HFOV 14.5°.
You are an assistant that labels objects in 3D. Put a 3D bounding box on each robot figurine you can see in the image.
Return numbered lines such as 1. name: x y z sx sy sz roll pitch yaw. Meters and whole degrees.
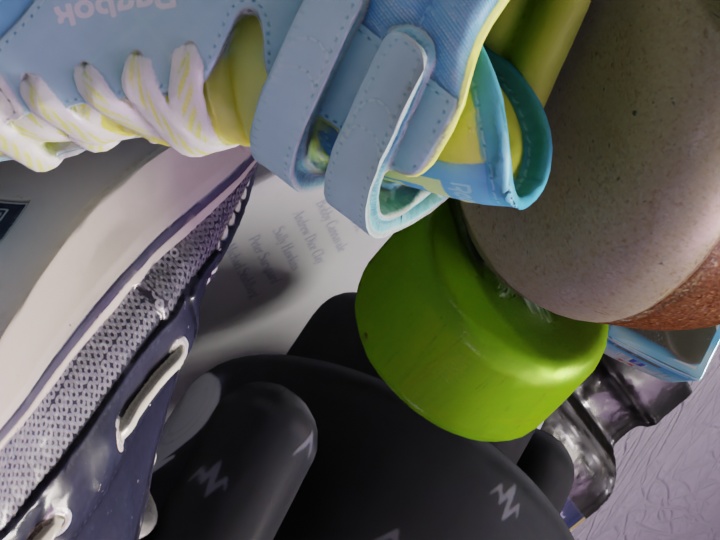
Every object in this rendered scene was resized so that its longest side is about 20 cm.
1. robot figurine: -0.017 0.104 0.722 0.125 0.150 0.200 -17 -145 55

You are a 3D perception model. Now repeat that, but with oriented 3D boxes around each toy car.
1. toy car: 0.114 -0.049 0.661 0.199 0.158 0.164 11 138 -32

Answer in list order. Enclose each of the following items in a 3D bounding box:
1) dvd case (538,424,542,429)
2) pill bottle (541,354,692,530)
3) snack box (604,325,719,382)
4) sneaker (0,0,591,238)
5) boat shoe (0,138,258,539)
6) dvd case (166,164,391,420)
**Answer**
1. dvd case: 0.060 0.027 0.933 0.201 0.017 0.143 -64 173 -4
2. pill bottle: 0.034 0.080 1.174 0.200 0.112 0.112 -38 166 1
3. snack box: 0.134 -0.060 0.936 0.116 0.037 0.201 54 61 -86
4. sneaker: -0.038 -0.038 0.569 0.200 0.131 0.079 -40 167 12
5. boat shoe: -0.069 0.020 0.647 0.200 0.074 0.093 -51 141 -47
6. dvd case: 0.000 0.000 0.791 0.199 0.018 0.143 -27 147 -1
